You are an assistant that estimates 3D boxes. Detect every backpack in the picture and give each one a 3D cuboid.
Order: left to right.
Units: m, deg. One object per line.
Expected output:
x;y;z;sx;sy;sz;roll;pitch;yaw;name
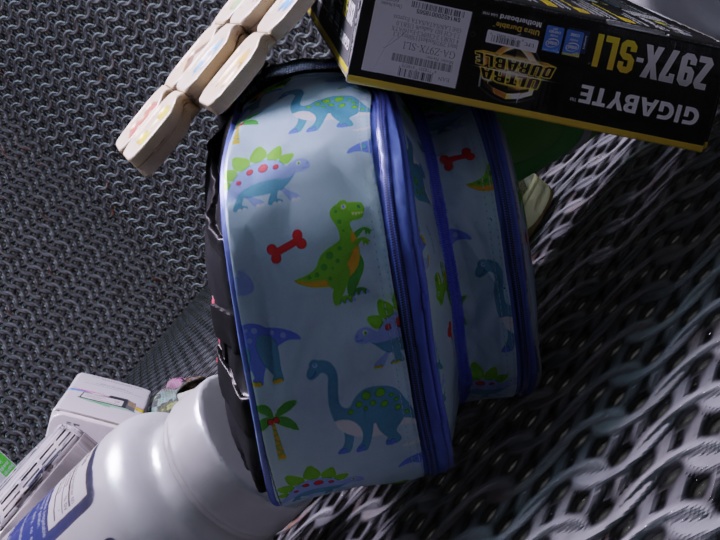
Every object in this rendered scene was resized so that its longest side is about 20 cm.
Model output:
0.004;-0.003;0.594;0.145;0.185;0.200;-9;19;4;backpack

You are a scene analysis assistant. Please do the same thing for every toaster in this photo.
-0.227;0.209;1.002;0.113;0.129;0.200;-39;10;37;toaster

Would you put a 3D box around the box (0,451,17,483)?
-0.379;0.277;1.322;0.097;0.176;0.200;-44;6;6;box

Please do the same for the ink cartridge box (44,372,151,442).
-0.262;0.192;1.265;0.200;0.083;0.147;-140;65;-83;ink cartridge box

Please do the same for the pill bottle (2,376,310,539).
-0.118;0.149;0.708;0.200;0.111;0.111;-43;7;22;pill bottle

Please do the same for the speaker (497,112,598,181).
0.041;-0.081;0.748;0.198;0.089;0.088;-21;0;-17;speaker

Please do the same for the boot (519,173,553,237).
0.027;-0.044;0.819;0.072;0.155;0.200;-38;9;45;boot

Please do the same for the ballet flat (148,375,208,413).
-0.176;0.144;1.364;0.070;0.070;0.200;-25;8;3;ballet flat

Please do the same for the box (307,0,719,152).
0.061;-0.114;0.614;0.200;0.157;0.050;-112;31;-69;box

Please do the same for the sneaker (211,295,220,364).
-0.083;0.023;0.998;0.074;0.086;0.202;-34;-38;-41;sneaker

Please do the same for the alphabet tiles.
-0.049;-0.131;0.631;0.201;0.015;0.196;-51;18;-1;alphabet tiles

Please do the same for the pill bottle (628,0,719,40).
0.180;-0.160;0.753;0.111;0.111;0.200;-45;7;0;pill bottle
